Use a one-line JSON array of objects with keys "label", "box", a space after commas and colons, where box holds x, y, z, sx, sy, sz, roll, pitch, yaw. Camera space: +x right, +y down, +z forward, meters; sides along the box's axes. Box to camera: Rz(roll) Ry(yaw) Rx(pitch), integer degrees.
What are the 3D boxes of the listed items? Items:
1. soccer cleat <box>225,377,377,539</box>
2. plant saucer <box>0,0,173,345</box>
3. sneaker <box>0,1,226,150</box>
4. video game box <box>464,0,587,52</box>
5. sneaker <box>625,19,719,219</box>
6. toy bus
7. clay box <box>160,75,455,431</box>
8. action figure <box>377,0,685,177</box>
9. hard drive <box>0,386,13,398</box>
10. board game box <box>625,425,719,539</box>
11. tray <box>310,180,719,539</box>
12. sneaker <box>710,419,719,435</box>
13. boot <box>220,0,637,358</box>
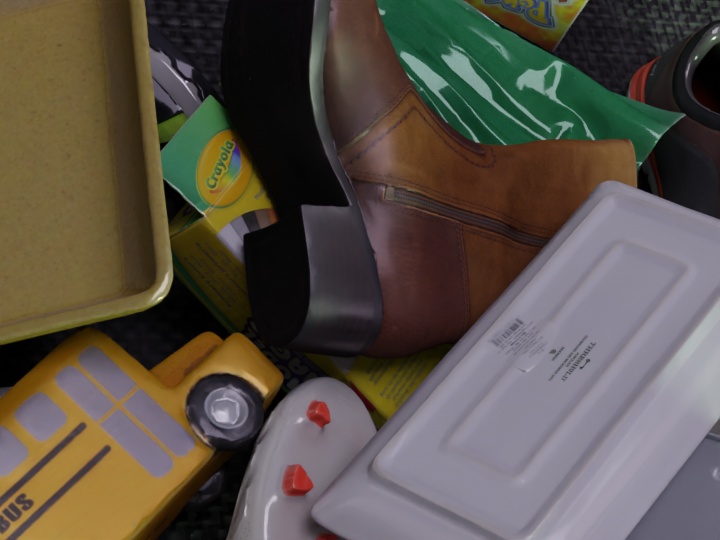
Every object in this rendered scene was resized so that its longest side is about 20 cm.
[{"label": "soccer cleat", "box": [-0.036, 0.133, 0.704, 0.069, 0.077, 0.201, 31, 53, -34]}, {"label": "plant saucer", "box": [-0.169, -0.042, 0.741, 0.198, 0.049, 0.201, -13, 60, 7]}, {"label": "sneaker", "box": [-0.131, -0.086, 0.830, 0.200, 0.072, 0.083, 43, 88, 1]}, {"label": "video game box", "box": [0.047, -0.214, 0.894, 0.199, 0.182, 0.047, 28, 57, -3]}, {"label": "sneaker", "box": [0.182, -0.031, 0.897, 0.077, 0.082, 0.201, -7, 66, -26]}, {"label": "toy bus", "box": [-0.116, 0.090, 0.683, 0.078, 0.065, 0.200, 40, 54, 6]}, {"label": "clay box", "box": [0.000, 0.000, 0.791, 0.200, 0.048, 0.115, 47, 53, -13]}, {"label": "action figure", "box": [0.041, -0.091, 0.896, 0.200, 0.055, 0.118, 38, 55, 12]}, {"label": "hard drive", "box": [-0.153, 0.141, 0.693, 0.131, 0.027, 0.201, -3, 62, -24]}, {"label": "board game box", "box": [0.076, 0.146, 0.664, 0.026, 0.199, 0.201, 43, 72, -37]}, {"label": "tray", "box": [0.079, 0.037, 0.694, 0.107, 0.022, 0.200, 22, 55, 34]}, {"label": "sneaker", "box": [0.146, 0.117, 0.812, 0.199, 0.075, 0.107, 29, 94, -29]}, {"label": "boot", "box": [0.046, -0.055, 0.770, 0.199, 0.068, 0.190, 2, 73, -37]}]
